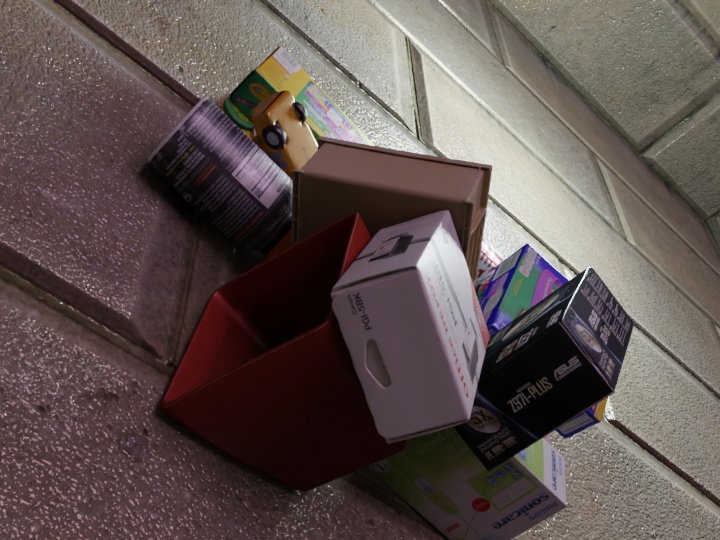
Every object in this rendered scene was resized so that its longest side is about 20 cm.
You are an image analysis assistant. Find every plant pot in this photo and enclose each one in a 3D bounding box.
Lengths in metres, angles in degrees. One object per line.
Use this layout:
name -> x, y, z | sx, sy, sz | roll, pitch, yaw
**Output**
plant pot -> -0.046, 0.098, 0.900 | 0.177, 0.198, 0.201 | 53, 25, -22

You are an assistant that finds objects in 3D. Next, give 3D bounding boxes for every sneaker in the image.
sneaker -> 0.197, -0.004, 1.502 | 0.199, 0.071, 0.113 | 31, 30, -37

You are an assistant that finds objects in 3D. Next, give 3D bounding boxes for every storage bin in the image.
storage bin -> 0.029, -0.023, 0.995 | 0.197, 0.201, 0.094 | 11, 30, 13

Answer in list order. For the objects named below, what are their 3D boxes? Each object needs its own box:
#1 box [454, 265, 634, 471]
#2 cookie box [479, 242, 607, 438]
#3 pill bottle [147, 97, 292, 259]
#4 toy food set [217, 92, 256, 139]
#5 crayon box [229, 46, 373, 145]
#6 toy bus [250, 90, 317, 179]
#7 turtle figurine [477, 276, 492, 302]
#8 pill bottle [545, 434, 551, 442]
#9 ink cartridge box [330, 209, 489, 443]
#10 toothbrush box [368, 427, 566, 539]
box -> 0.193, 0.099, 0.959 | 0.086, 0.163, 0.200 | 51, 28, 1
cookie box -> 0.254, 0.094, 1.226 | 0.200, 0.075, 0.172 | 41, 49, -10
pill bottle -> -0.144, -0.096, 1.058 | 0.200, 0.106, 0.107 | 44, 28, -14
toy food set -> -0.118, -0.170, 1.249 | 0.200, 0.049, 0.198 | 48, 28, -7
crayon box -> -0.075, -0.202, 1.237 | 0.200, 0.058, 0.119 | 45, 29, -12
toy bus -> -0.082, -0.119, 1.128 | 0.065, 0.077, 0.201 | -55, 128, -42
turtle figurine -> 0.215, 0.089, 1.351 | 0.099, 0.150, 0.203 | 3, 61, -18
pill bottle -> 0.143, 0.176, 1.161 | 0.200, 0.112, 0.113 | 44, 28, -16
ink cartridge box -> 0.055, 0.044, 0.835 | 0.200, 0.082, 0.149 | -54, 126, -68
toothbrush box -> 0.119, 0.217, 1.040 | 0.200, 0.145, 0.086 | 43, 28, -16
